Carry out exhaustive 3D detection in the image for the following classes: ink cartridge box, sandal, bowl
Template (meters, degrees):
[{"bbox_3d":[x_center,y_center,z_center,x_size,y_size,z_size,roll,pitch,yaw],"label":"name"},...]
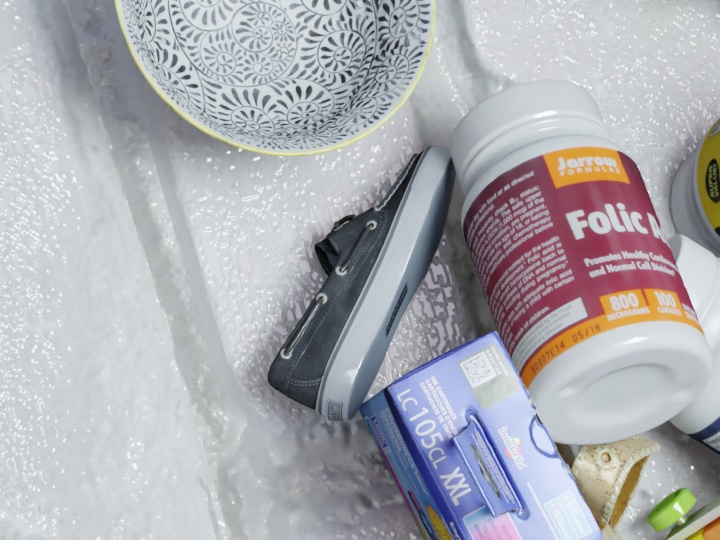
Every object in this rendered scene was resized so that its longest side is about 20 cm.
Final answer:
[{"bbox_3d":[0.069,0.114,1.360,0.076,0.200,0.137,-27,86,-10],"label":"ink cartridge box"},{"bbox_3d":[0.157,0.131,1.441,0.070,0.078,0.212,-25,84,16],"label":"sandal"},{"bbox_3d":[-0.063,-0.156,1.444,0.200,0.094,0.201,4,77,-17],"label":"bowl"}]

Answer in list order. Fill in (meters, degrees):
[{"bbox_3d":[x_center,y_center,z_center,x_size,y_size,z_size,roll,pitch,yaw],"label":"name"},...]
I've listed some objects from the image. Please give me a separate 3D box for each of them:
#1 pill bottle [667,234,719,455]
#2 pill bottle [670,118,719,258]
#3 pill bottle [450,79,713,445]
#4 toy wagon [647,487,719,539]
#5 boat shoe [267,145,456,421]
[{"bbox_3d":[0.258,0.067,1.478,0.200,0.120,0.120,33,70,-7],"label":"pill bottle"},{"bbox_3d":[0.278,-0.063,1.471,0.114,0.200,0.114,4,76,-17],"label":"pill bottle"},{"bbox_3d":[0.126,-0.008,1.400,0.114,0.114,0.200,-6,56,-18],"label":"pill bottle"},{"bbox_3d":[0.273,0.175,1.426,0.155,0.200,0.040,50,35,-2],"label":"toy wagon"},{"bbox_3d":[0.000,0.000,1.446,0.066,0.070,0.200,19,65,12],"label":"boat shoe"}]
